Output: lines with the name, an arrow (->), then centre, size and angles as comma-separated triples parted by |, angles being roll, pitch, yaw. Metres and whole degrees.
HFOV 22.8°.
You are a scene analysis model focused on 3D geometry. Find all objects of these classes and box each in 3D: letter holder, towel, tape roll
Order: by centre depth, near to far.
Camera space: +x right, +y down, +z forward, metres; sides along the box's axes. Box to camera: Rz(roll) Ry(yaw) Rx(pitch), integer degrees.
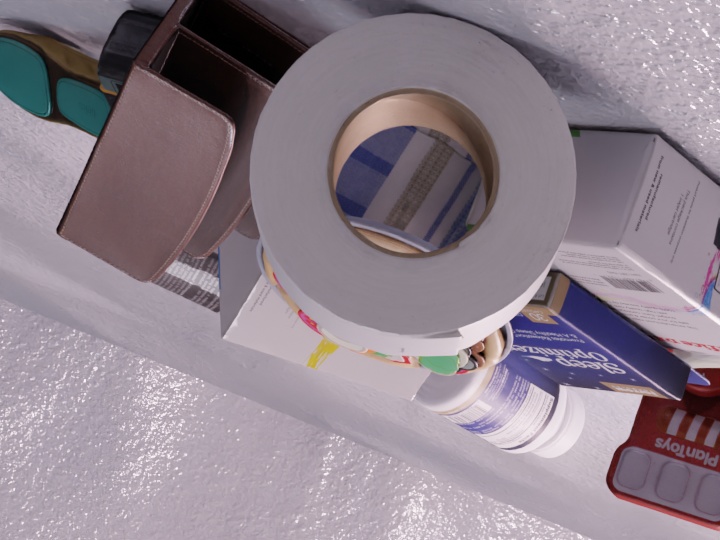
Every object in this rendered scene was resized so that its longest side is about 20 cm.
tape roll -> 0.032, -0.051, 1.097 | 0.200, 0.204, 0.071 | 21, 168, 4
letter holder -> -0.106, -0.077, 1.238 | 0.141, 0.101, 0.200 | 31, 139, -4
towel -> 0.054, -0.031, 1.330 | 0.199, 0.148, 0.024 | 26, -164, -21

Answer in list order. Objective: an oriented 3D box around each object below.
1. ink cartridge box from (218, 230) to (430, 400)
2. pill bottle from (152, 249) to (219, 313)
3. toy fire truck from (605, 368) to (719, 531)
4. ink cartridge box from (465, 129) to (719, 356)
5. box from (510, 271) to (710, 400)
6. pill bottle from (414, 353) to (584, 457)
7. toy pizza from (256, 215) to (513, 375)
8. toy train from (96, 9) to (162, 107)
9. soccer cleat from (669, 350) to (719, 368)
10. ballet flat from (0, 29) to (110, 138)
ink cartridge box -> 0.000, 0.000, 1.429 | 0.198, 0.129, 0.126 | 18, 126, -22
pill bottle -> -0.138, -0.026, 1.618 | 0.198, 0.112, 0.111 | 26, 168, -14
toy fire truck -> 0.327, 0.146, 1.527 | 0.198, 0.170, 0.112 | 17, 168, 21
ink cartridge box -> 0.195, -0.017, 1.241 | 0.199, 0.085, 0.144 | 32, 165, -39
box -> 0.159, 0.053, 1.317 | 0.199, 0.033, 0.120 | 31, 162, -38
pill bottle -> 0.152, 0.130, 1.919 | 0.199, 0.112, 0.110 | 31, 165, -39
toy pizza -> 0.013, 0.027, 1.283 | 0.198, 0.032, 0.201 | 19, 154, 10
toy train -> -0.103, -0.126, 1.323 | 0.198, 0.086, 0.114 | 18, 158, 20
soccer cleat -> 0.300, 0.051, 1.407 | 0.077, 0.070, 0.199 | 23, 166, -24
ballet flat -> -0.235, -0.152, 1.468 | 0.063, 0.069, 0.199 | -21, -143, -39
